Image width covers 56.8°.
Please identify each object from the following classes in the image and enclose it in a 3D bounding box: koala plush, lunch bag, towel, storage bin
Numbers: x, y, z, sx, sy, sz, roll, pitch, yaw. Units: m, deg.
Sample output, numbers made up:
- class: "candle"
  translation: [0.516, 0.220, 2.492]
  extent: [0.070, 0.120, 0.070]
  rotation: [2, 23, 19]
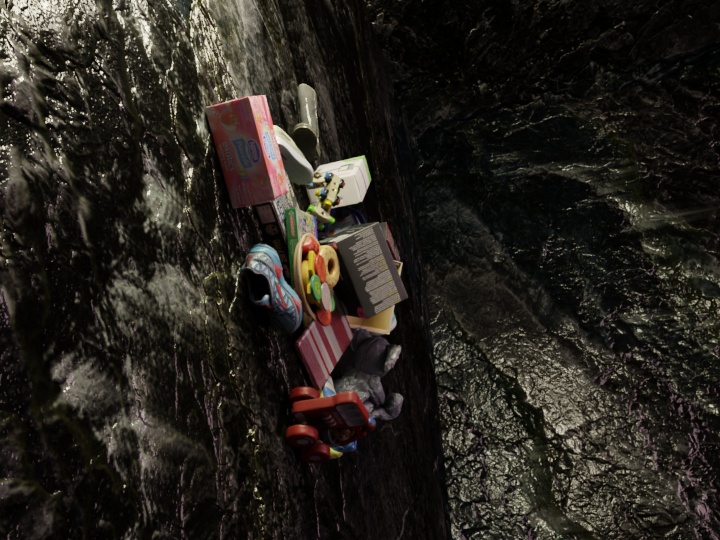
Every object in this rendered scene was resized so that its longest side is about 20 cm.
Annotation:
- class: "koala plush"
  translation: [0.022, 0.256, 1.686]
  extent: [0.183, 0.177, 0.201]
  rotation: [9, 105, -51]
- class: "lunch bag"
  translation: [-0.031, -0.079, 1.949]
  extent: [0.200, 0.123, 0.171]
  rotation: [-105, 177, -58]
- class: "towel"
  translation: [-0.085, 0.165, 1.594]
  extent: [0.200, 0.023, 0.145]
  rotation: [-54, 133, -46]
- class: "storage bin"
  translation: [0.003, 0.056, 1.790]
  extent: [0.198, 0.093, 0.201]
  rotation: [16, 84, -50]

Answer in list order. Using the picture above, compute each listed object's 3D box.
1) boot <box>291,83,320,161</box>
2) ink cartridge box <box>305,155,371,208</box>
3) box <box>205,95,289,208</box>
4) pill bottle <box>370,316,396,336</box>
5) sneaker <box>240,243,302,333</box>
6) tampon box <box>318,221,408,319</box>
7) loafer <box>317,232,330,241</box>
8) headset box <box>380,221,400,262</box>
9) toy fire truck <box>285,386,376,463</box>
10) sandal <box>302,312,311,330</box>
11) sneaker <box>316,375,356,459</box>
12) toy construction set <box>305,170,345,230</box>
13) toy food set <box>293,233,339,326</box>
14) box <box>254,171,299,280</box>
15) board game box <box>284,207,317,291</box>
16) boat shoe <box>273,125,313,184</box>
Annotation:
- class: "boot"
  translation: [-0.146, -0.421, 1.816]
  extent: [0.182, 0.072, 0.201]
  rotation: [84, 7, -72]
- class: "ink cartridge box"
  translation: [-0.059, -0.248, 1.888]
  extent: [0.200, 0.145, 0.084]
  rotation: [-72, 149, -65]
- class: "box"
  translation: [-0.219, -0.234, 1.309]
  extent: [0.103, 0.094, 0.201]
  rotation: [-54, 132, -71]
- class: "pill bottle"
  translation: [0.042, 0.100, 2.126]
  extent: [0.111, 0.110, 0.201]
  rotation: [-73, 151, -63]
- class: "sneaker"
  translation: [-0.186, 0.053, 1.323]
  extent: [0.201, 0.079, 0.096]
  rotation: [66, 31, -24]
- class: "tampon box"
  translation: [0.000, 0.000, 1.624]
  extent: [0.150, 0.126, 0.201]
  rotation: [0, -67, 66]
- class: "loafer"
  translation: [-0.079, -0.012, 1.810]
  extent: [0.071, 0.068, 0.201]
  rotation: [-74, 147, -45]
- class: "headset box"
  translation: [0.035, -0.069, 2.143]
  extent: [0.200, 0.148, 0.078]
  rotation: [63, 21, -54]
- class: "toy fire truck"
  translation: [-0.059, 0.322, 1.407]
  extent: [0.200, 0.167, 0.113]
  rotation: [65, 20, -48]
- class: "sandal"
  translation: [-0.107, 0.053, 1.620]
  extent: [0.078, 0.069, 0.213]
  rotation: [23, 58, -75]
- class: "sneaker"
  translation: [-0.047, 0.341, 1.579]
  extent: [0.076, 0.105, 0.201]
  rotation: [45, 37, -68]
- class: "toy construction set"
  translation: [-0.105, -0.181, 1.710]
  extent: [0.092, 0.131, 0.201]
  rotation: [16, 54, -28]
- class: "toy food set"
  translation: [-0.093, 0.018, 1.447]
  extent: [0.200, 0.048, 0.199]
  rotation: [57, 29, -61]
- class: "box"
  translation: [-0.172, -0.102, 1.514]
  extent: [0.161, 0.049, 0.201]
  rotation: [-75, 152, -56]
- class: "board game box"
  translation: [-0.126, -0.030, 1.498]
  extent: [0.135, 0.029, 0.201]
  rotation: [15, 68, -74]
- class: "boat shoe"
  translation: [-0.167, -0.278, 1.618]
  extent: [0.200, 0.072, 0.062]
  rotation: [51, 34, -59]
